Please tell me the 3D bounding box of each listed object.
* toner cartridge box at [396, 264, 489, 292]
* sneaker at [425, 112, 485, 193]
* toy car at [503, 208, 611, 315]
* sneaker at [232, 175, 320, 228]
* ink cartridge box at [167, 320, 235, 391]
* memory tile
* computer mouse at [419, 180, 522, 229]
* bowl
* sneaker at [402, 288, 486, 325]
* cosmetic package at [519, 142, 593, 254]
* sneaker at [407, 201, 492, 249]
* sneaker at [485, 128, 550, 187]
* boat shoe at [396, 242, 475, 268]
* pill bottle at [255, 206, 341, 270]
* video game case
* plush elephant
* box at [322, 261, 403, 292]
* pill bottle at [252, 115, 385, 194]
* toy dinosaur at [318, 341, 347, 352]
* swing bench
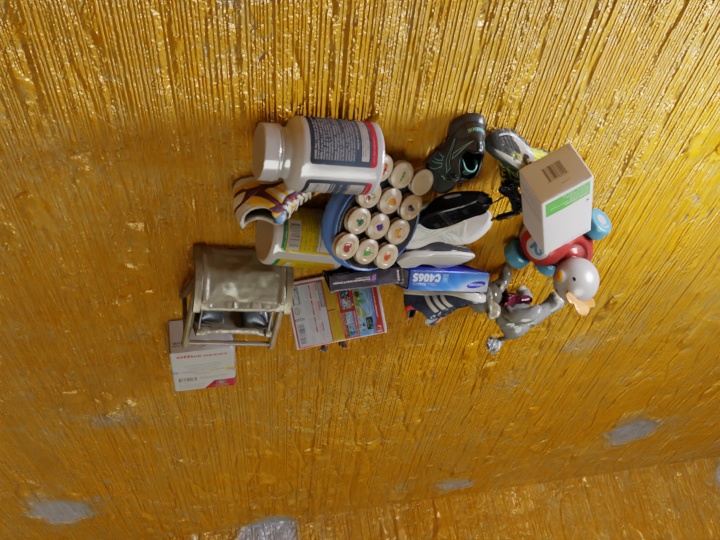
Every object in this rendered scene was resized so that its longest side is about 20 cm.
[{"bbox_3d":[0.163,0.014,1.905,0.197,0.044,0.095,2,-169,-28],"label":"toner cartridge box"},{"bbox_3d":[0.167,-0.187,1.592,0.074,0.080,0.201,-3,151,-16],"label":"sneaker"},{"bbox_3d":[0.422,-0.005,1.862,0.175,0.203,0.184,11,143,-34],"label":"toy car"},{"bbox_3d":[-0.124,-0.125,1.586,0.196,0.091,0.075,-13,150,5],"label":"sneaker"},{"bbox_3d":[-0.355,0.188,2.048,0.143,0.084,0.201,-4,149,-10],"label":"ink cartridge box"},{"bbox_3d":[0.041,-0.101,1.607,0.152,0.017,0.203,13,107,-42],"label":"memory tile"},{"bbox_3d":[0.212,-0.121,1.697,0.197,0.047,0.140,-20,157,24],"label":"computer mouse"},{"bbox_3d":[0.023,-0.091,1.638,0.198,0.039,0.204,-19,126,-28],"label":"bowl"},{"bbox_3d":[0.181,0.078,1.966,0.197,0.086,0.074,3,-176,36],"label":"sneaker"},{"bbox_3d":[0.351,-0.125,1.626,0.106,0.086,0.201,-29,151,0],"label":"cosmetic package"},{"bbox_3d":[0.163,-0.094,1.758,0.196,0.071,0.081,-9,142,-6],"label":"sneaker"},{"bbox_3d":[0.277,-0.187,1.631,0.198,0.076,0.084,20,139,-42],"label":"sneaker"},{"bbox_3d":[0.148,-0.043,1.847,0.197,0.061,0.074,-2,158,-31],"label":"boat shoe"},{"bbox_3d":[-0.087,-0.059,1.688,0.197,0.114,0.113,5,147,-26],"label":"pill bottle"},{"bbox_3d":[-0.052,0.079,1.925,0.196,0.146,0.017,-11,-173,0],"label":"video game case"},{"bbox_3d":[0.317,0.066,2.022,0.200,0.164,0.156,-41,110,-9],"label":"plush elephant"},{"bbox_3d":[0.000,0.000,1.778,0.140,0.037,0.200,-8,-168,-6],"label":"box"},{"bbox_3d":[-0.070,-0.187,1.470,0.196,0.121,0.120,2,148,-21],"label":"pill bottle"},{"bbox_3d":[-0.060,0.098,2.009,0.085,0.138,0.199,24,-170,28],"label":"toy dinosaur"},{"bbox_3d":[-0.249,0.055,1.812,0.195,0.132,0.201,2,147,-21],"label":"swing bench"}]
